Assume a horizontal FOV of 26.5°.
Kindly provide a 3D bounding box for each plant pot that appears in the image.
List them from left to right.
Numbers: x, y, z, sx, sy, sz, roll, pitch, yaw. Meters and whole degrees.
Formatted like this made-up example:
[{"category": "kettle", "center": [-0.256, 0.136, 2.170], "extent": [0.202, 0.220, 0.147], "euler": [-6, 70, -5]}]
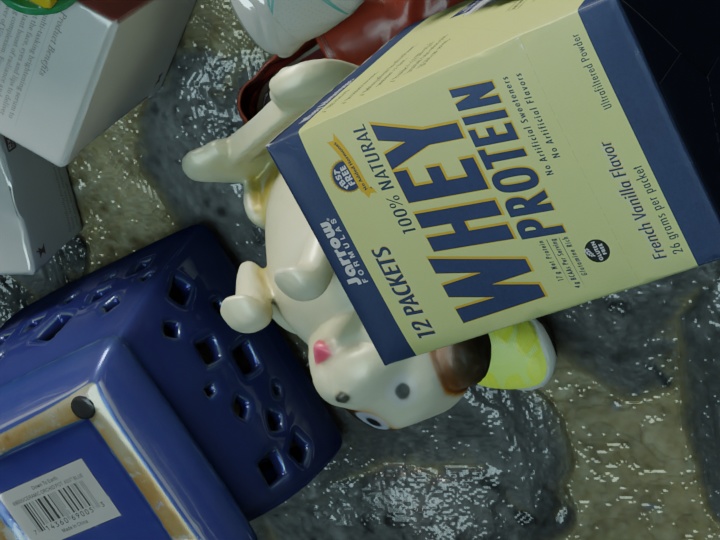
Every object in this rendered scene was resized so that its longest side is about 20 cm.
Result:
[{"category": "plant pot", "center": [-0.161, 0.116, 1.059], "extent": [0.200, 0.180, 0.200], "euler": [-25, 106, 27]}]

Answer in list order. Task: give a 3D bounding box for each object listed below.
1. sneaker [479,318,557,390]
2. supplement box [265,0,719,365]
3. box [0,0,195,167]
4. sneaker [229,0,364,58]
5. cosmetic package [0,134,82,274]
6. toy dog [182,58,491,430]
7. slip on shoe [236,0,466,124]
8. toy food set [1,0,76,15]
[{"category": "sneaker", "center": [0.034, 0.036, 1.022], "extent": [0.199, 0.076, 0.076], "euler": [23, 118, 6]}, {"category": "supplement box", "center": [0.097, -0.076, 0.802], "extent": [0.199, 0.200, 0.135], "euler": [-20, 106, 32]}, {"category": "box", "center": [-0.222, -0.179, 0.961], "extent": [0.200, 0.152, 0.107], "euler": [29, 120, 3]}, {"category": "sneaker", "center": [-0.067, -0.217, 0.873], "extent": [0.080, 0.071, 0.200], "euler": [-22, 126, 27]}, {"category": "cosmetic package", "center": [-0.313, -0.058, 1.092], "extent": [0.199, 0.081, 0.113], "euler": [-1, 115, 18]}, {"category": "toy dog", "center": [0.000, 0.000, 0.929], "extent": [0.139, 0.194, 0.201], "euler": [-29, 69, 35]}, {"category": "slip on shoe", "center": [0.002, -0.140, 0.949], "extent": [0.200, 0.061, 0.074], "euler": [-32, 80, 29]}, {"category": "toy food set", "center": [-0.213, -0.242, 0.876], "extent": [0.200, 0.198, 0.049], "euler": [27, 149, 2]}]
